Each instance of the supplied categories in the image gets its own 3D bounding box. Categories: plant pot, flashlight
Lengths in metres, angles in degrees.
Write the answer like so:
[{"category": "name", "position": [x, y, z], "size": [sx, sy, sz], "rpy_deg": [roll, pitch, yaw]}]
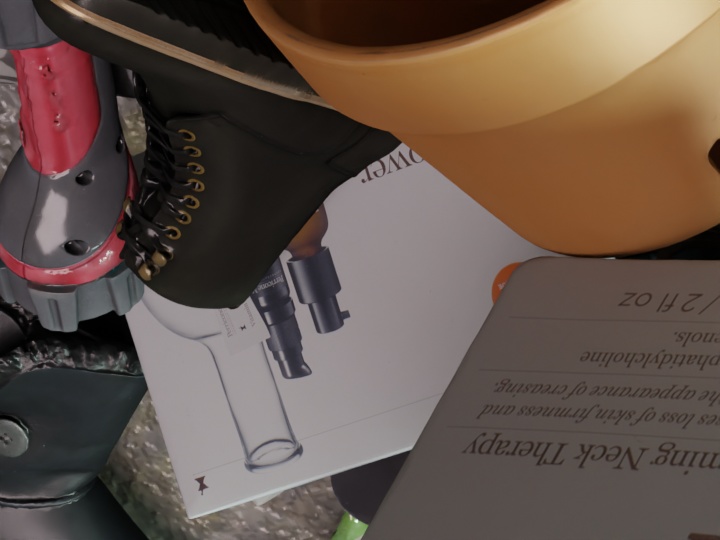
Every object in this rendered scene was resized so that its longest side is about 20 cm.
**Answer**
[{"category": "plant pot", "position": [0.077, -0.100, 0.942], "size": [0.200, 0.200, 0.140], "rpy_deg": [-17, 132, 24]}, {"category": "flashlight", "position": [-0.119, -0.059, 1.032], "size": [0.068, 0.068, 0.200], "rpy_deg": [-16, 145, -8]}]

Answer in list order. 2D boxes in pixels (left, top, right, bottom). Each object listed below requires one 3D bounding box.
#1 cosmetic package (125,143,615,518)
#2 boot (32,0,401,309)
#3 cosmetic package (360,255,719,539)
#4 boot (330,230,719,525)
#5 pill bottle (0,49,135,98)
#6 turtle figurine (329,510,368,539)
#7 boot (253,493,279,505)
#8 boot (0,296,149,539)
[{"category": "cosmetic package", "position": [0.000, 0.000, 1.107], "size": [0.200, 0.052, 0.151], "rpy_deg": [-20, 88, 25]}, {"category": "boot", "position": [-0.068, -0.045, 1.001], "size": [0.200, 0.078, 0.138], "rpy_deg": [17, 123, -46]}, {"category": "cosmetic package", "position": [0.111, 0.122, 0.906], "size": [0.167, 0.200, 0.166], "rpy_deg": [0, 138, 44]}, {"category": "boot", "position": [0.078, 0.045, 1.188], "size": [0.200, 0.097, 0.075], "rpy_deg": [-29, 83, 1]}, {"category": "pill bottle", "position": [-0.117, -0.128, 1.100], "size": [0.199, 0.114, 0.114], "rpy_deg": [6, 122, 12]}, {"category": "turtle figurine", "position": [0.067, 0.172, 1.218], "size": [0.194, 0.200, 0.144], "rpy_deg": [29, 90, 2]}, {"category": "boot", "position": [-0.011, 0.015, 1.196], "size": [0.090, 0.073, 0.200], "rpy_deg": [50, 126, 9]}, {"category": "boot", "position": [-0.126, 0.094, 1.260], "size": [0.200, 0.076, 0.168], "rpy_deg": [34, 128, 1]}]
